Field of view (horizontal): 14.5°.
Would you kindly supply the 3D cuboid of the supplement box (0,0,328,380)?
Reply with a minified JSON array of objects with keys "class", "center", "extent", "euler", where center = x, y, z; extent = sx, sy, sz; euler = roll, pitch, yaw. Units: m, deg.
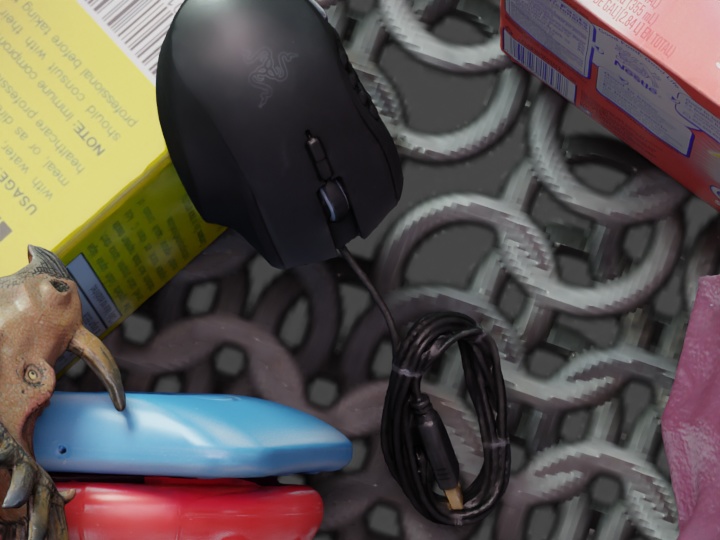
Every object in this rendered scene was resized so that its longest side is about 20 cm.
[{"class":"supplement box","center":[-0.114,-0.033,0.852],"extent":[0.200,0.109,0.110],"euler":[-42,78,-7]}]

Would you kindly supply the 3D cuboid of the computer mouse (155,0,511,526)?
[{"class":"computer mouse","center":[0.000,0.000,0.815],"extent":[0.059,0.034,0.200],"euler":[-37,122,-11]}]

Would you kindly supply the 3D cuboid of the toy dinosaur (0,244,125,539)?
[{"class":"toy dinosaur","center":[-0.138,0.095,0.752],"extent":[0.135,0.086,0.201],"euler":[8,108,-19]}]

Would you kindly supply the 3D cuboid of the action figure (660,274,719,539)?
[{"class":"action figure","center":[0.109,0.099,0.821],"extent":[0.148,0.134,0.201],"euler":[26,94,-18]}]

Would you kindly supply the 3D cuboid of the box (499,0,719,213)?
[{"class":"box","center":[0.145,-0.060,0.849],"extent":[0.200,0.103,0.095],"euler":[37,81,11]}]

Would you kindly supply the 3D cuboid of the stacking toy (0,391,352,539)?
[{"class":"stacking toy","center":[-0.067,0.136,0.823],"extent":[0.115,0.110,0.201],"euler":[0,87,17]}]
